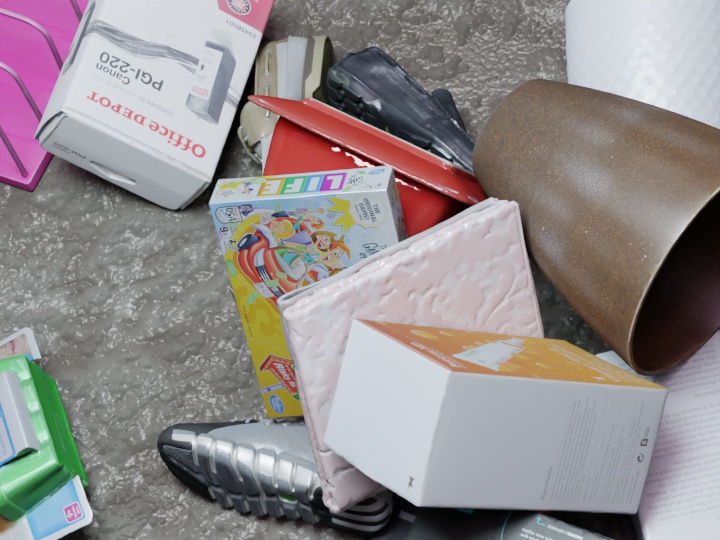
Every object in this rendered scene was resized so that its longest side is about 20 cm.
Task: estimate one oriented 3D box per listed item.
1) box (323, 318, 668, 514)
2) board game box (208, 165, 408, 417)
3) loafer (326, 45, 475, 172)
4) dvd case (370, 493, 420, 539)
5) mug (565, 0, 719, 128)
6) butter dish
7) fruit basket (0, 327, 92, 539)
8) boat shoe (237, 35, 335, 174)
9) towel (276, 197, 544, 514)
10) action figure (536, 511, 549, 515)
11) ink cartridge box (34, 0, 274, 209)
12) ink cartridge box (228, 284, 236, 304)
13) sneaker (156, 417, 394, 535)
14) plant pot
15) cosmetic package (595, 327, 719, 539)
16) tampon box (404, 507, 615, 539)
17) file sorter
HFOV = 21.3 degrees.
[{"bbox_3d":[0.096,0.104,1.350,0.124,0.200,0.098,26,106,53],"label":"box"},{"bbox_3d":[-0.024,0.019,1.427,0.134,0.200,0.034,-5,34,14],"label":"board game box"},{"bbox_3d":[0.058,-0.125,1.624,0.200,0.068,0.070,39,65,22],"label":"loafer"},{"bbox_3d":[0.093,0.250,1.443,0.200,0.025,0.151,18,66,17],"label":"dvd case"},{"bbox_3d":[0.268,-0.132,1.563,0.200,0.148,0.176,6,71,-21],"label":"mug"},{"bbox_3d":[-0.001,-0.037,1.498,0.200,0.199,0.148,25,95,15],"label":"butter dish"},{"bbox_3d":[-0.328,0.160,1.525,0.200,0.094,0.186,-23,61,1],"label":"fruit basket"},{"bbox_3d":[-0.068,-0.116,1.643,0.068,0.075,0.200,0,53,13],"label":"boat shoe"},{"bbox_3d":[0.043,0.062,1.401,0.200,0.191,0.032,-26,34,-18],"label":"towel"},{"bbox_3d":[0.095,0.112,1.502,0.065,0.052,0.200,-25,61,-12],"label":"action figure"},{"bbox_3d":[-0.175,-0.174,1.647,0.145,0.085,0.200,25,66,-18],"label":"ink cartridge box"},{"bbox_3d":[0.000,0.000,1.585,0.200,0.039,0.099,-34,61,-10],"label":"ink cartridge box"},{"bbox_3d":[-0.053,0.135,1.513,0.200,0.075,0.116,15,51,18],"label":"sneaker"},{"bbox_3d":[0.186,-0.055,1.423,0.187,0.187,0.200,-44,61,-14],"label":"plant pot"},{"bbox_3d":[0.249,0.153,1.441,0.101,0.071,0.200,-12,60,2],"label":"cosmetic package"},{"bbox_3d":[0.087,0.276,1.336,0.150,0.126,0.200,18,67,26],"label":"tampon box"},{"bbox_3d":[-0.322,-0.201,1.697,0.139,0.125,0.200,18,66,17],"label":"file sorter"}]
